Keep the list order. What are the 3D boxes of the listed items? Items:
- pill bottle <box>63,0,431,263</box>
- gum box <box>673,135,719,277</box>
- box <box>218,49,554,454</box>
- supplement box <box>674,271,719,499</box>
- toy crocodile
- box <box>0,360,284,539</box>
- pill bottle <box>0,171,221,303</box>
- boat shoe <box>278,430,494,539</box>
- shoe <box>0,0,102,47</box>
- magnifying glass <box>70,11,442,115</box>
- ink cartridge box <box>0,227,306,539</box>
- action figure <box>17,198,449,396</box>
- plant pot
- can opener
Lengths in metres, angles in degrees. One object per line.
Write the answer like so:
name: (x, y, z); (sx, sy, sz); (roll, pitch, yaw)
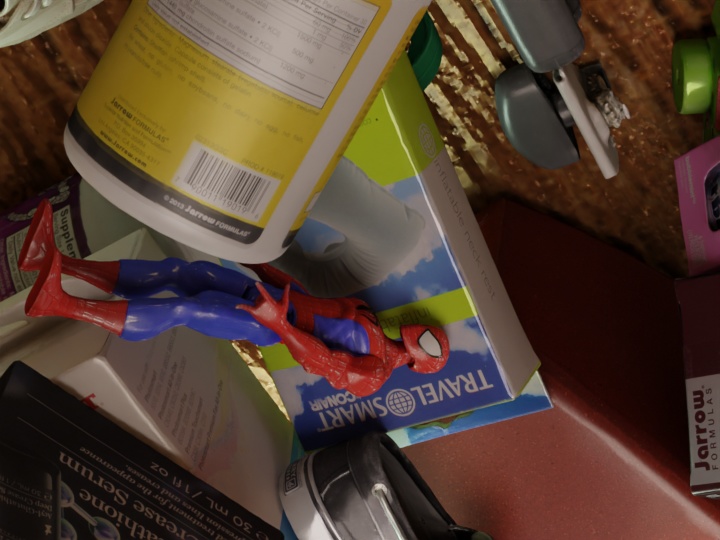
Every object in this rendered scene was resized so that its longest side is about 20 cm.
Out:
pill bottle: (-0.036, -0.112, 0.912); (0.112, 0.112, 0.200); (25, 104, -23)
gum box: (0.263, -0.035, 1.068); (0.200, 0.066, 0.113); (6, 159, -32)
box: (0.000, 0.000, 1.022); (0.122, 0.048, 0.200); (-17, 105, 27)
supplement box: (0.237, 0.067, 1.092); (0.061, 0.109, 0.200); (-13, 164, 37)
toy crocodile: (0.195, -0.120, 1.054); (0.067, 0.062, 0.200); (0, 132, -2)
box: (-0.130, 0.159, 0.879); (0.148, 0.200, 0.107); (35, 117, -14)
pill bottle: (-0.140, 0.007, 1.119); (0.200, 0.112, 0.112); (-26, 127, 19)
boat shoe: (0.042, 0.157, 1.054); (0.068, 0.072, 0.200); (-28, 113, 21)
shoe: (-0.190, -0.125, 1.007); (0.200, 0.053, 0.070); (-20, 127, -10)
magnifying glass: (-0.054, -0.091, 1.069); (0.199, 0.080, 0.022); (-10, 136, 19)
ink cartridge box: (-0.121, 0.088, 1.026); (0.128, 0.125, 0.200); (-26, 113, 18)
action figure: (-0.049, 0.016, 0.952); (0.200, 0.065, 0.052); (17, 111, -24)
plant pot: (0.083, 0.083, 1.155); (0.200, 0.200, 0.176); (-38, 109, 27)
can opener: (0.081, -0.119, 1.056); (0.066, 0.053, 0.200); (-18, 130, 14)
